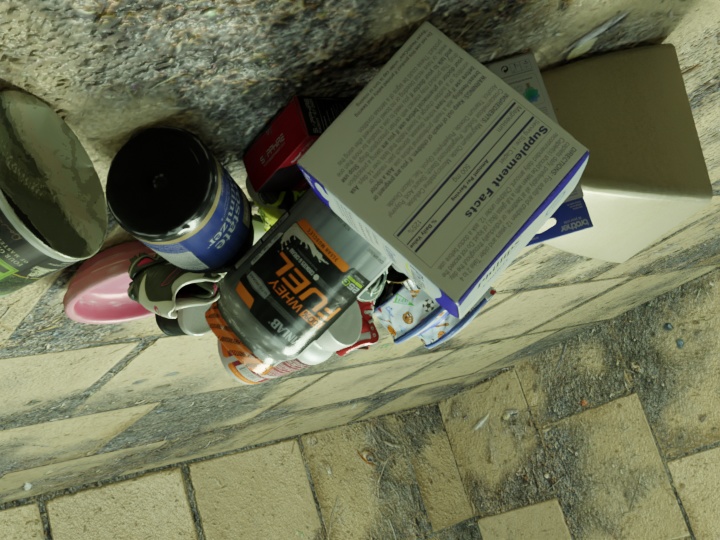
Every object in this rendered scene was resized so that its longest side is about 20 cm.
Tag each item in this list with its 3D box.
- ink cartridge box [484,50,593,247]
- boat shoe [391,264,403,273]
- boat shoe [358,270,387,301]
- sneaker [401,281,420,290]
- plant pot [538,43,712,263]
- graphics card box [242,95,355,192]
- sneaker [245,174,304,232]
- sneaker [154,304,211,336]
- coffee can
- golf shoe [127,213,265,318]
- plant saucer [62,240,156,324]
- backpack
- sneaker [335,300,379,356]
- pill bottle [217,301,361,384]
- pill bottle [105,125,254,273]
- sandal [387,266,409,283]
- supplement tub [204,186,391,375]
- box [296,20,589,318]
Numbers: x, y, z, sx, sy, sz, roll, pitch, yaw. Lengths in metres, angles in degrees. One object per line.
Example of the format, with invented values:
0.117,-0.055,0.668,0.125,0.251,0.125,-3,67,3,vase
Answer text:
0.155,-0.119,0.936,0.118,0.203,0.042,-16,166,-5,ink cartridge box
0.091,-0.053,1.151,0.068,0.057,0.201,-22,-154,32,boat shoe
0.000,0.000,1.150,0.072,0.063,0.201,-5,151,1,boat shoe
0.053,-0.056,1.308,0.073,0.088,0.201,-19,140,7,sneaker
0.263,-0.135,1.059,0.174,0.203,0.200,-1,160,-16,plant pot
-0.013,-0.136,0.971,0.198,0.052,0.125,-7,161,-37,graphics card box
-0.091,-0.069,1.062,0.076,0.076,0.200,-23,163,14,sneaker
-0.180,0.037,1.159,0.098,0.072,0.199,-1,-169,43,sneaker
-0.336,-0.040,0.744,0.198,0.148,0.146,-23,164,16,coffee can
-0.177,0.000,1.062,0.199,0.088,0.078,-30,139,-33,golf shoe
-0.286,0.011,1.155,0.198,0.052,0.201,-18,164,-5,plant saucer
0.114,0.041,1.465,0.189,0.155,0.200,-32,171,-25,backpack
0.009,0.047,1.384,0.200,0.113,0.071,-42,-168,-27,sneaker
-0.100,0.087,1.261,0.198,0.111,0.109,-21,166,34,pill bottle
-0.175,-0.061,0.922,0.110,0.113,0.200,-19,165,4,pill bottle
0.048,-0.013,1.237,0.197,0.055,0.082,-16,144,-10,sandal
-0.067,0.009,0.963,0.200,0.123,0.122,-46,161,5,supplement tub
0.077,-0.090,0.836,0.184,0.200,0.105,-47,166,-5,box
